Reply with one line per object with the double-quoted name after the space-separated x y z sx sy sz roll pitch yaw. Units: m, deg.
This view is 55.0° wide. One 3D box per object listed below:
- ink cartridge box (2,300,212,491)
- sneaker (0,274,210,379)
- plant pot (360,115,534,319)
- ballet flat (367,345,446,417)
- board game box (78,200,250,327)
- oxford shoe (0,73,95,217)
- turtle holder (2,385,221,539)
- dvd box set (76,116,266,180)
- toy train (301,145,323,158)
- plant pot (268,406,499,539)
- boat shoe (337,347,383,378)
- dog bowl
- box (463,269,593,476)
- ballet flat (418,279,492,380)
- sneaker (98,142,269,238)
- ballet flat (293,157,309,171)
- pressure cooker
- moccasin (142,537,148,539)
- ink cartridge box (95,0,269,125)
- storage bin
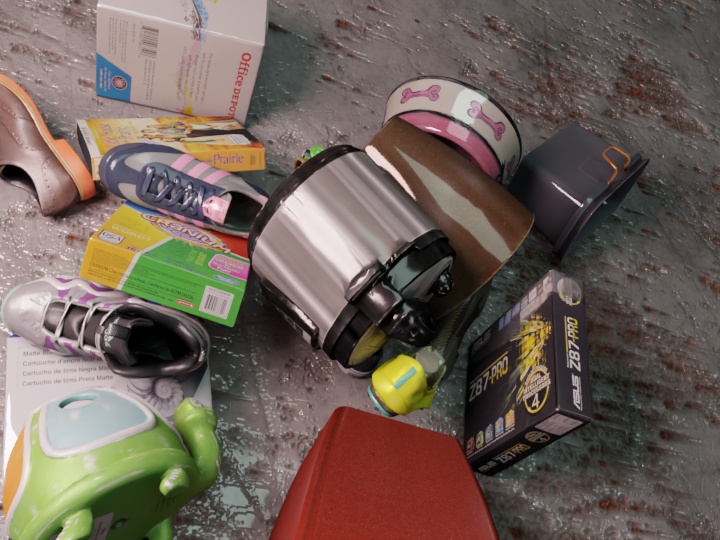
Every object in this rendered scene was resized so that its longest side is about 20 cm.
-0.249 0.110 0.696 0.194 0.041 0.205 -1 61 -24 "ink cartridge box"
-0.230 0.050 0.621 0.195 0.140 0.080 11 86 -14 "sneaker"
0.074 -0.077 0.833 0.200 0.186 0.187 46 53 -6 "plant pot"
0.060 0.112 0.737 0.067 0.200 0.067 -45 78 6 "ballet flat"
-0.190 -0.021 0.730 0.149 0.041 0.201 20 17 -12 "board game box"
-0.387 -0.147 0.773 0.200 0.071 0.072 46 59 7 "oxford shoe"
-0.204 0.161 0.580 0.183 0.142 0.132 -31 61 -19 "turtle holder"
-0.227 -0.150 0.823 0.195 0.030 0.146 -7 29 -26 "dvd box set"
-0.001 -0.094 0.927 0.197 0.042 0.057 33 63 -2 "toy train"
0.011 0.251 0.643 0.195 0.202 0.179 18 43 -12 "plant pot"
-0.013 0.023 0.832 0.072 0.068 0.204 3 60 -21 "boat shoe"
0.109 -0.155 0.918 0.197 0.201 0.075 30 63 -3 "dog bowl"
0.181 0.121 0.776 0.048 0.201 0.164 18 55 -11 "box"
0.125 0.054 0.885 0.045 0.068 0.202 15 53 25 "ballet flat"
-0.176 -0.083 0.740 0.196 0.072 0.082 12 15 -30 "sneaker"
-0.080 -0.052 0.835 0.071 0.067 0.205 26 63 -27 "ballet flat"
0.002 -0.002 0.702 0.200 0.180 0.175 46 48 13 "pressure cooker"
-0.167 0.310 0.594 0.079 0.069 0.202 -24 71 -32 "moccasin"
-0.226 -0.305 0.887 0.195 0.148 0.148 9 57 -18 "ink cartridge box"
0.320 -0.137 1.037 0.134 0.147 0.199 41 53 18 "storage bin"
